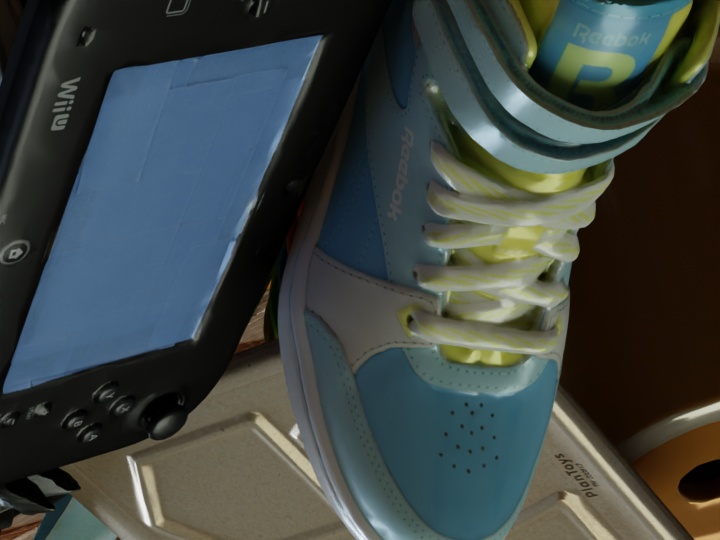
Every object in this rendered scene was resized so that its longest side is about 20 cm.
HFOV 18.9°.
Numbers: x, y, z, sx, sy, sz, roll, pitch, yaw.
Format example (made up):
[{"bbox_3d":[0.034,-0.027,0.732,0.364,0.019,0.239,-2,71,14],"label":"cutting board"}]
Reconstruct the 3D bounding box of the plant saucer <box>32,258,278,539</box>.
[{"bbox_3d":[-0.071,0.032,0.849,0.201,0.027,0.200,-59,-173,12],"label":"plant saucer"}]

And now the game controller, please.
[{"bbox_3d":[-0.055,-0.019,0.541,0.104,0.042,0.201,-25,150,-43],"label":"game controller"}]

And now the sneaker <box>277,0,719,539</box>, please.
[{"bbox_3d":[0.035,-0.018,0.542,0.079,0.202,0.130,1,179,-20],"label":"sneaker"}]

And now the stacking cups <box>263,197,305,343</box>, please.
[{"bbox_3d":[0.000,0.000,0.704,0.060,0.061,0.200,-21,170,-8],"label":"stacking cups"}]

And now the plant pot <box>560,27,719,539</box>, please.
[{"bbox_3d":[0.110,0.008,0.813,0.198,0.184,0.201,-9,142,-7],"label":"plant pot"}]

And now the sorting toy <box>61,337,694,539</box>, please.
[{"bbox_3d":[0.009,0.081,0.732,0.199,0.037,0.185,-17,132,32],"label":"sorting toy"}]

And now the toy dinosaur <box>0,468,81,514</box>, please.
[{"bbox_3d":[-0.162,0.102,0.638,0.135,0.103,0.199,-38,126,24],"label":"toy dinosaur"}]

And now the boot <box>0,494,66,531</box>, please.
[{"bbox_3d":[-0.159,0.033,0.701,0.067,0.132,0.200,-24,171,19],"label":"boot"}]

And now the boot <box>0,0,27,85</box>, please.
[{"bbox_3d":[-0.052,-0.065,0.619,0.153,0.074,0.204,-29,166,-15],"label":"boot"}]
